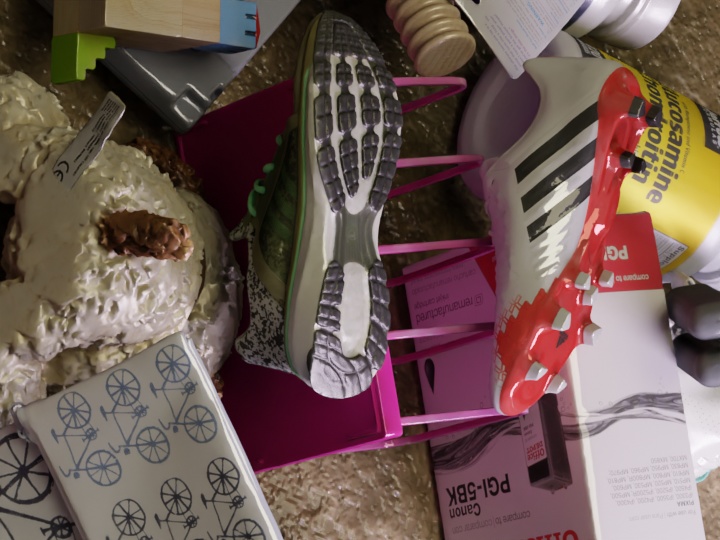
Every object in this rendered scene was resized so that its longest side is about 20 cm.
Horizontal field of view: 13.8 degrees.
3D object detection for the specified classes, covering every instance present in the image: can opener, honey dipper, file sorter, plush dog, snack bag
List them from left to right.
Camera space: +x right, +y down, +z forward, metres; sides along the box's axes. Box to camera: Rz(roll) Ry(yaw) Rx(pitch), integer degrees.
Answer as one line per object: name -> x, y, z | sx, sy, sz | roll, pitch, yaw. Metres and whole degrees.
snack bag -> -0.129, 0.150, 1.494 | 0.189, 0.199, 0.021 | 66, 23, -1
plush dog -> -0.122, -0.002, 1.574 | 0.172, 0.160, 0.201 | 22, 66, -60
file sorter -> 0.000, 0.000, 1.653 | 0.125, 0.139, 0.201 | -4, 81, -40
honey dipper -> 0.009, -0.197, 1.679 | 0.038, 0.038, 0.201 | -4, 56, -37
can opener -> 0.203, 0.030, 1.701 | 0.066, 0.200, 0.053 | -10, 94, 4

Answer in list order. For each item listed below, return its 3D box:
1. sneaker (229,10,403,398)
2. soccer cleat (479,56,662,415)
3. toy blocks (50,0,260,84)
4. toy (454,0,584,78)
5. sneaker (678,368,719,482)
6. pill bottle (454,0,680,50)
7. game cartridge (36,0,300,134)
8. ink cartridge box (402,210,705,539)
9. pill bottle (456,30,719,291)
sneaker -> -0.036, -0.036, 1.543 | 0.077, 0.088, 0.201 | 11, 82, -53
soccer cleat -> 0.097, -0.021, 1.611 | 0.069, 0.085, 0.201 | 22, 85, -65
toy blocks -> -0.095, -0.195, 1.609 | 0.136, 0.100, 0.201 | 6, 83, -39
toy -> 0.101, -0.213, 1.699 | 0.200, 0.047, 0.115 | -48, 111, -27
sneaker -> 0.216, 0.099, 1.833 | 0.199, 0.075, 0.089 | 21, 71, -20
pill bottle -> 0.097, -0.203, 1.789 | 0.199, 0.111, 0.112 | 19, 68, -31
game cartridge -> -0.093, -0.186, 1.680 | 0.133, 0.041, 0.200 | 46, 56, -11
ink cartridge box -> 0.109, 0.079, 1.705 | 0.082, 0.147, 0.201 | -3, 79, -35
pill bottle -> 0.165, -0.060, 1.802 | 0.199, 0.112, 0.113 | 25, 65, -29
